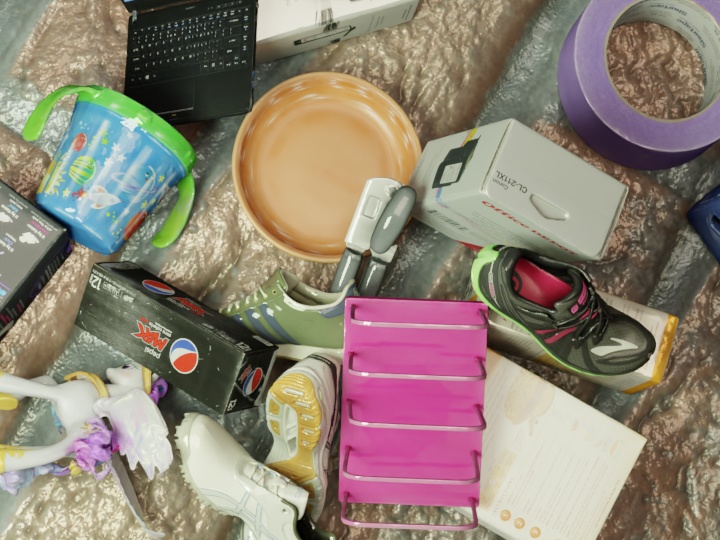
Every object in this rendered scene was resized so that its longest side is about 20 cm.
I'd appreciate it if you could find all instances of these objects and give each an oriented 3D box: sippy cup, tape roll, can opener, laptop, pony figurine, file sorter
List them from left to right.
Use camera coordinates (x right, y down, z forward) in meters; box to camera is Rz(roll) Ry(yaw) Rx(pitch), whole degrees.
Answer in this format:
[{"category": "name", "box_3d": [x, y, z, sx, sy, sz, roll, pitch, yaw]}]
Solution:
[{"category": "pony figurine", "box_3d": [-0.260, 0.156, 1.659, 0.199, 0.167, 0.194, -6, 54, -24]}, {"category": "sippy cup", "box_3d": [-0.251, -0.092, 1.702, 0.177, 0.140, 0.131, 32, 75, -2]}, {"category": "laptop", "box_3d": [-0.199, -0.254, 1.714, 0.176, 0.103, 0.202, -5, 78, 37]}, {"category": "can opener", "box_3d": [0.000, 0.000, 1.725, 0.052, 0.067, 0.201, 21, 106, -1]}, {"category": "file sorter", "box_3d": [0.050, 0.135, 1.613, 0.138, 0.125, 0.202, 2, 97, 1]}, {"category": "tape roll", "box_3d": [0.312, -0.212, 1.815, 0.198, 0.085, 0.202, 1, 79, -6]}]

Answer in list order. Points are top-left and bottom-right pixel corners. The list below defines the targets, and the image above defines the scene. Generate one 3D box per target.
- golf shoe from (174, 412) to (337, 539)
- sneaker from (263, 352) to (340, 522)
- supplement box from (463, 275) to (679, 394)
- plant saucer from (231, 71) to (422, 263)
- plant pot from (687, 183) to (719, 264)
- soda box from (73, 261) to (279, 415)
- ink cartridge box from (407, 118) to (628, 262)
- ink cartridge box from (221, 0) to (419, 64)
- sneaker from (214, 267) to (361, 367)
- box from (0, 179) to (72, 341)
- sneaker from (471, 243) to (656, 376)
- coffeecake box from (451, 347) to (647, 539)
[{"category": "golf shoe", "box_3d": [-0.094, 0.206, 1.634, 0.200, 0.097, 0.078, 55, 34, -24]}, {"category": "sneaker", "box_3d": [-0.050, 0.171, 1.686, 0.075, 0.201, 0.088, 21, 35, 15]}, {"category": "supplement box", "box_3d": [0.204, 0.056, 1.735, 0.199, 0.126, 0.074, 19, 79, -3]}, {"category": "plant saucer", "box_3d": [-0.034, -0.104, 1.783, 0.199, 0.037, 0.202, 1, 80, -7]}, {"category": "plant pot", "box_3d": [0.485, -0.053, 1.757, 0.200, 0.180, 0.200, -36, 85, -10]}, {"category": "soda box", "box_3d": [-0.181, 0.063, 1.675, 0.199, 0.063, 0.071, 29, 108, 26]}, {"category": "ink cartridge box", "box_3d": [0.149, -0.071, 1.698, 0.145, 0.200, 0.083, 29, 77, -18]}, {"category": "ink cartridge box", "box_3d": [-0.055, -0.312, 1.792, 0.199, 0.084, 0.147, -16, 83, -8]}, {"category": "sneaker", "box_3d": [-0.087, 0.038, 1.707, 0.199, 0.067, 0.091, 5, 110, 13]}, {"category": "box", "box_3d": [-0.385, 0.017, 1.680, 0.106, 0.122, 0.200, 36, 78, 1]}, {"category": "sneaker", "box_3d": [0.196, 0.041, 1.622, 0.199, 0.084, 0.077, 28, 76, -15]}, {"category": "coffeecake box", "box_3d": [0.162, 0.189, 1.733, 0.199, 0.073, 0.154, 30, 80, 0]}]
